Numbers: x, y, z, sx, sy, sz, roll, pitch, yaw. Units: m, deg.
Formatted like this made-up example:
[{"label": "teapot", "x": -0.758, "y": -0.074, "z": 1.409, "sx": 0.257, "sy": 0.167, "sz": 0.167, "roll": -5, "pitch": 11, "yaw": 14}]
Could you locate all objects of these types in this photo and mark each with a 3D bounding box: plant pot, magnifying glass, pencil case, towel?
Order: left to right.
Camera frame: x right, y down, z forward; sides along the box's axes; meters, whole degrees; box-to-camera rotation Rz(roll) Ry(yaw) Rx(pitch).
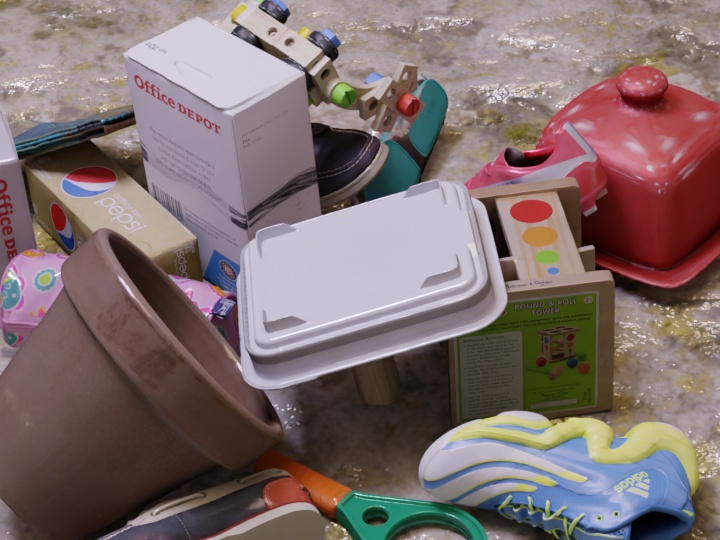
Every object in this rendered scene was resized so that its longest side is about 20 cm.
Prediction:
[{"label": "towel", "x": -0.257, "y": -0.126, "z": 1.730, "sx": 0.199, "sy": 0.022, "sz": 0.147, "roll": -12, "pitch": 11, "yaw": 36}, {"label": "plant pot", "x": -0.180, "y": 0.099, "z": 1.375, "sx": 0.175, "sy": 0.200, "sz": 0.200, "roll": -41, "pitch": 42, "yaw": 2}, {"label": "pencil case", "x": -0.189, "y": 0.040, "z": 1.538, "sx": 0.199, "sy": 0.088, "sz": 0.088, "roll": 13, "pitch": 40, "yaw": 20}, {"label": "magnifying glass", "x": 0.005, "y": 0.177, "z": 1.388, "sx": 0.200, "sy": 0.022, "sz": 0.080, "roll": 25, "pitch": 46, "yaw": 31}]

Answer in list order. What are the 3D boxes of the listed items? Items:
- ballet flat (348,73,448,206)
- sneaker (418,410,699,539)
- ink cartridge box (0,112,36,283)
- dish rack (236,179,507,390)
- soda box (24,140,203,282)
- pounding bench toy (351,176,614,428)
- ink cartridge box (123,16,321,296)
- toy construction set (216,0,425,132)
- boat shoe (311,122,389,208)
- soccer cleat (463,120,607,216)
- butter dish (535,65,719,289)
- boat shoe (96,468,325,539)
[{"label": "ballet flat", "x": 0.023, "y": -0.100, "z": 1.729, "sx": 0.064, "sy": 0.076, "sz": 0.200, "roll": -20, "pitch": 25, "yaw": 37}, {"label": "sneaker", "x": 0.143, "y": 0.155, "z": 1.354, "sx": 0.199, "sy": 0.076, "sz": 0.105, "roll": -5, "pitch": 37, "yaw": -1}, {"label": "ink cartridge box", "x": -0.371, "y": -0.032, "z": 1.593, "sx": 0.199, "sy": 0.145, "sz": 0.084, "roll": -15, "pitch": 39, "yaw": -13}, {"label": "dish rack", "x": 0.000, "y": 0.000, "z": 1.419, "sx": 0.199, "sy": 0.044, "sz": 0.172, "roll": -16, "pitch": 35, "yaw": 5}, {"label": "soda box", "x": -0.212, "y": -0.036, "z": 1.661, "sx": 0.068, "sy": 0.064, "sz": 0.200, "roll": -24, "pitch": 40, "yaw": -24}, {"label": "pounding bench toy", "x": 0.082, "y": 0.023, "z": 1.496, "sx": 0.199, "sy": 0.125, "sz": 0.156, "roll": -7, "pitch": 36, "yaw": -3}, {"label": "ink cartridge box", "x": -0.110, "y": -0.088, "z": 1.604, "sx": 0.086, "sy": 0.201, "sz": 0.146, "roll": -30, "pitch": 44, "yaw": -30}, {"label": "toy construction set", "x": -0.047, "y": -0.167, "z": 1.632, "sx": 0.199, "sy": 0.131, "sz": 0.092, "roll": 20, "pitch": 68, "yaw": 29}, {"label": "boat shoe", "x": -0.059, "y": -0.098, "z": 1.670, "sx": 0.200, "sy": 0.065, "sz": 0.072, "roll": 2, "pitch": 51, "yaw": 51}, {"label": "soccer cleat", "x": 0.109, "y": -0.060, "z": 1.592, "sx": 0.200, "sy": 0.077, "sz": 0.067, "roll": -20, "pitch": 17, "yaw": 32}, {"label": "butter dish", "x": 0.235, "y": -0.103, "z": 1.630, "sx": 0.200, "sy": 0.148, "sz": 0.199, "roll": 24, "pitch": 46, "yaw": 33}, {"label": "boat shoe", "x": -0.125, "y": 0.188, "z": 1.341, "sx": 0.199, "sy": 0.071, "sz": 0.063, "roll": -17, "pitch": 39, "yaw": -20}]
